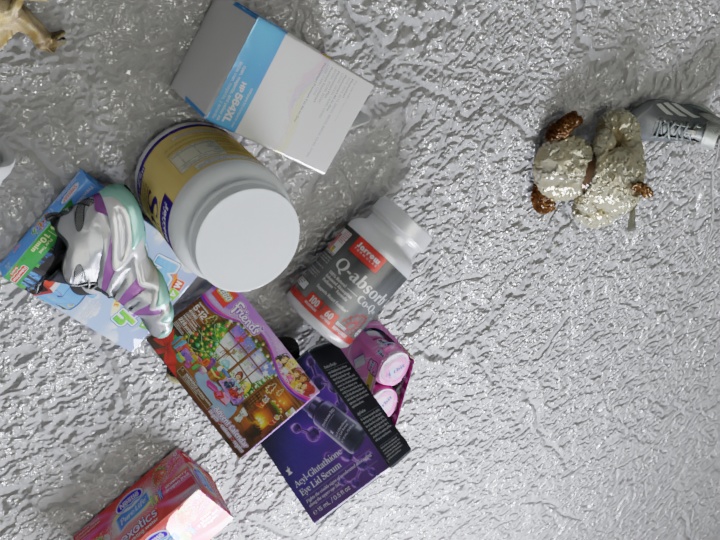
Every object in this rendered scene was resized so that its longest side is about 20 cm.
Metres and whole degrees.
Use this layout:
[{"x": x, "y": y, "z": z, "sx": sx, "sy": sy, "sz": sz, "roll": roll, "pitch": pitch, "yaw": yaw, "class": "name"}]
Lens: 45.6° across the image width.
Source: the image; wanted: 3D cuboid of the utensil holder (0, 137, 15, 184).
[{"x": -0.461, "y": -0.058, "z": 0.838, "sx": 0.169, "sy": 0.170, "sz": 0.201, "roll": 20, "pitch": 106, "yaw": -39, "class": "utensil holder"}]

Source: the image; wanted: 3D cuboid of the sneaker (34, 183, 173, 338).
[{"x": -0.305, "y": 0.009, "z": 0.995, "sx": 0.139, "sy": 0.078, "sz": 0.201, "roll": -23, "pitch": 117, "yaw": -19, "class": "sneaker"}]

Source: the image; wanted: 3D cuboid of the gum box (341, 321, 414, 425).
[{"x": 0.009, "y": 0.183, "z": 1.315, "sx": 0.066, "sy": 0.113, "sz": 0.201, "roll": 0, "pitch": 116, "yaw": -32, "class": "gum box"}]

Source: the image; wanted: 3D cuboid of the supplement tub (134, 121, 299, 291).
[{"x": -0.167, "y": -0.076, "z": 0.993, "sx": 0.144, "sy": 0.200, "sz": 0.146, "roll": -15, "pitch": 124, "yaw": -24, "class": "supplement tub"}]

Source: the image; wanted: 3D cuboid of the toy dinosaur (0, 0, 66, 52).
[{"x": -0.379, "y": -0.267, "z": 0.840, "sx": 0.199, "sy": 0.058, "sz": 0.102, "roll": 6, "pitch": 114, "yaw": -35, "class": "toy dinosaur"}]

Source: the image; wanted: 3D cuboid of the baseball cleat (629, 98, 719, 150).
[{"x": 0.527, "y": -0.239, "z": 1.407, "sx": 0.199, "sy": 0.107, "sz": 0.070, "roll": -11, "pitch": 127, "yaw": -25, "class": "baseball cleat"}]

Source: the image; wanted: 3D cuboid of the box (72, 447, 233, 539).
[{"x": -0.299, "y": 0.370, "z": 1.235, "sx": 0.200, "sy": 0.103, "sz": 0.095, "roll": -40, "pitch": 130, "yaw": -5, "class": "box"}]

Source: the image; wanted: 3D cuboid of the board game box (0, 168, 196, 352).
[{"x": -0.310, "y": -0.006, "z": 1.051, "sx": 0.151, "sy": 0.037, "sz": 0.200, "roll": -49, "pitch": 132, "yaw": 1, "class": "board game box"}]

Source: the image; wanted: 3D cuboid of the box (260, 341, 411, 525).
[{"x": -0.051, "y": 0.225, "z": 1.214, "sx": 0.148, "sy": 0.200, "sz": 0.104, "roll": -41, "pitch": 169, "yaw": 18, "class": "box"}]

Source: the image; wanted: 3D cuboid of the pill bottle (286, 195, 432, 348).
[{"x": 0.000, "y": 0.000, "z": 1.201, "sx": 0.200, "sy": 0.116, "sz": 0.116, "roll": -49, "pitch": 131, "yaw": 1, "class": "pill bottle"}]

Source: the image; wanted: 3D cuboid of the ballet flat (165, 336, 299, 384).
[{"x": -0.175, "y": 0.137, "z": 1.203, "sx": 0.199, "sy": 0.067, "sz": 0.057, "roll": -7, "pitch": 130, "yaw": -28, "class": "ballet flat"}]

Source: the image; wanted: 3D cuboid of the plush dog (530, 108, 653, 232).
[{"x": 0.351, "y": -0.151, "z": 1.336, "sx": 0.170, "sy": 0.161, "sz": 0.202, "roll": 9, "pitch": 113, "yaw": -6, "class": "plush dog"}]

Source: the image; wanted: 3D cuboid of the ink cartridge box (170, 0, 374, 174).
[{"x": -0.094, "y": -0.212, "z": 1.008, "sx": 0.199, "sy": 0.129, "sz": 0.126, "roll": 22, "pitch": 104, "yaw": -39, "class": "ink cartridge box"}]

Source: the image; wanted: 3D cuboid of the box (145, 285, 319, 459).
[{"x": -0.168, "y": 0.127, "z": 1.133, "sx": 0.137, "sy": 0.039, "sz": 0.200, "roll": -39, "pitch": 87, "yaw": -11, "class": "box"}]
